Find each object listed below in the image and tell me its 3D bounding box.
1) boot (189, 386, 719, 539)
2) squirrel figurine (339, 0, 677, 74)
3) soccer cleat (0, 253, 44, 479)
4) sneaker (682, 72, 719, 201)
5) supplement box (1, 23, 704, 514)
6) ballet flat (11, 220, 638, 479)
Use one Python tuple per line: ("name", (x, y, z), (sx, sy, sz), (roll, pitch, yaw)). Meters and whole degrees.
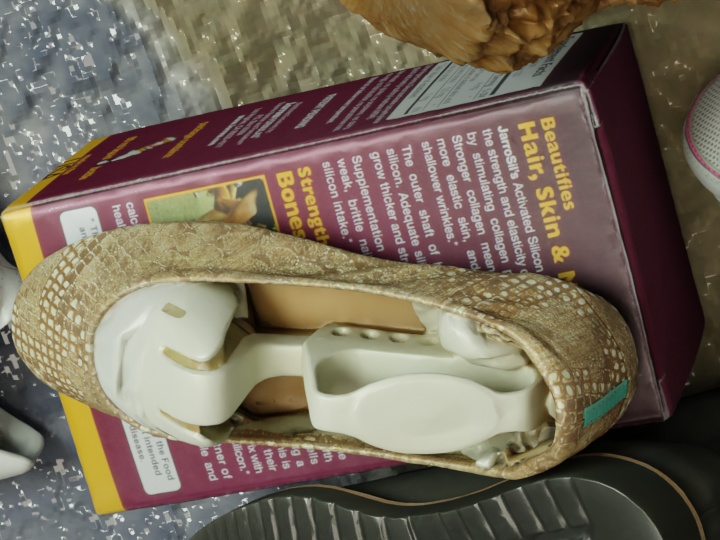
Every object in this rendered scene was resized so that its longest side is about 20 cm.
("boot", (0.053, 0.086, 0.828), (0.199, 0.138, 0.078), (-8, 101, 39))
("squirrel figurine", (0.066, -0.160, 0.710), (0.141, 0.187, 0.200), (26, 151, 19))
("soccer cleat", (-0.158, -0.012, 0.870), (0.085, 0.069, 0.201), (-2, 112, 6))
("sneaker", (0.149, -0.072, 0.716), (0.088, 0.082, 0.200), (38, 153, -15))
("supplement box", (0.000, 0.000, 0.817), (0.199, 0.086, 0.111), (-11, 106, 19))
("ballet flat", (-0.019, 0.025, 0.748), (0.199, 0.065, 0.071), (1, 110, 15))
